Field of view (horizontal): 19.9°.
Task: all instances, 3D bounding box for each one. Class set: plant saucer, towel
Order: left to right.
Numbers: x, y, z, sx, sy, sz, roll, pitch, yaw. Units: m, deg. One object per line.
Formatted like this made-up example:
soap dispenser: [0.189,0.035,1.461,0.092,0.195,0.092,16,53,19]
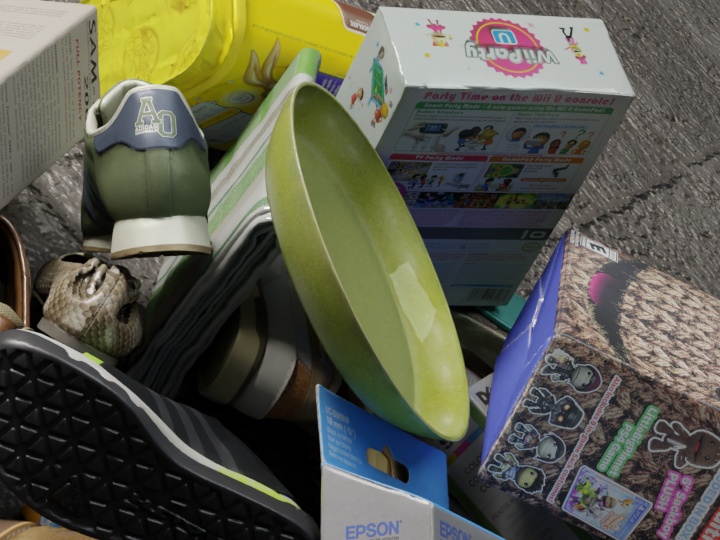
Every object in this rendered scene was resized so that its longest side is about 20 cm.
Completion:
towel: [-0.070,-0.028,1.154,0.031,0.149,0.200,33,29,-14]
plant saucer: [0.000,0.000,1.055,0.200,0.031,0.200,58,16,-28]

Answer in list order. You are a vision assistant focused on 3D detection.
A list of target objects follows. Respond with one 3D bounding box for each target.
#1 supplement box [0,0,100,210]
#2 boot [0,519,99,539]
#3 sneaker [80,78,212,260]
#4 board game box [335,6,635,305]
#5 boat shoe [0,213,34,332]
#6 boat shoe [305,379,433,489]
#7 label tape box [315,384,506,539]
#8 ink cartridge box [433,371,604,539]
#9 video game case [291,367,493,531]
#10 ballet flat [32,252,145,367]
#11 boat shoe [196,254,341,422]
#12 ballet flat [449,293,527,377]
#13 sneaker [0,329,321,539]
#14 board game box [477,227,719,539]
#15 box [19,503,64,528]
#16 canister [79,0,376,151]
supplement box: [-0.230,-0.080,1.061,0.126,0.074,0.200,7,26,15]
boot: [-0.158,0.160,0.853,0.075,0.074,0.200,1,21,22]
sneaker: [-0.109,-0.053,1.054,0.067,0.090,0.200,-4,3,-11]
board game box: [0.051,-0.062,1.211,0.147,0.200,0.064,0,53,-25]
boat shoe: [-0.195,0.044,0.988,0.076,0.072,0.200,23,34,-28]
boat shoe: [0.000,0.097,1.134,0.072,0.068,0.200,47,26,-41]
label tape box: [0.039,0.163,0.990,0.144,0.063,0.200,34,50,-56]
ink cartridge box: [0.099,0.108,1.219,0.200,0.059,0.104,48,31,12]
video game case: [0.026,0.082,1.248,0.200,0.017,0.143,35,30,-10]
ballet flat: [-0.134,0.012,1.049,0.067,0.046,0.200,29,1,-7]
boat shoe: [-0.049,0.025,1.163,0.068,0.075,0.200,27,27,-14]
ballet flat: [0.057,0.022,1.325,0.200,0.062,0.067,38,41,9]
sneaker: [-0.104,0.093,0.974,0.200,0.072,0.083,38,10,-19]
board game box: [0.178,0.084,1.132,0.200,0.097,0.159,26,23,-3]
box: [-0.079,0.155,1.009,0.119,0.041,0.200,-11,59,-54]
canister: [-0.066,-0.127,1.296,0.200,0.149,0.087,13,66,-43]
